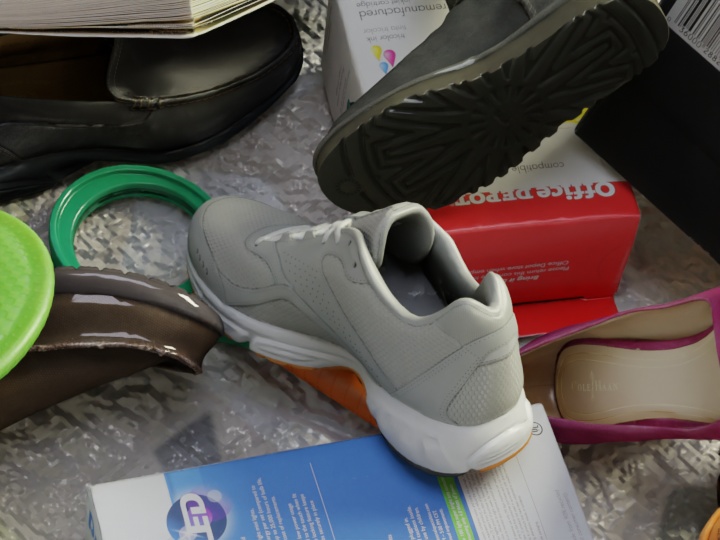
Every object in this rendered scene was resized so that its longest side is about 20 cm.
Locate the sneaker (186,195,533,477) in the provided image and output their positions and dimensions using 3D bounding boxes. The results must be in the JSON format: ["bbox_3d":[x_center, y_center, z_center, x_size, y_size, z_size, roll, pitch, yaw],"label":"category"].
[{"bbox_3d":[0.000,0.000,0.991,0.075,0.093,0.199,-27,42,-36],"label":"sneaker"}]

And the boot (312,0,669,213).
[{"bbox_3d":[0.041,-0.133,1.063,0.181,0.073,0.201,-27,47,6],"label":"boot"}]

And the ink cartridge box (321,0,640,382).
[{"bbox_3d":[0.057,-0.047,1.094,0.115,0.067,0.201,-7,55,-12],"label":"ink cartridge box"}]

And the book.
[{"bbox_3d":[-0.096,-0.145,1.074,0.132,0.049,0.200,0,15,22],"label":"book"}]

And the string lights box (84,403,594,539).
[{"bbox_3d":[-0.006,0.127,0.962,0.198,0.059,0.103,-9,55,-14],"label":"string lights box"}]

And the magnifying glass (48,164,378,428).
[{"bbox_3d":[-0.056,0.017,1.062,0.199,0.022,0.080,31,55,17],"label":"magnifying glass"}]

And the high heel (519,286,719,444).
[{"bbox_3d":[0.117,0.039,0.967,0.095,0.200,0.068,-3,88,-16],"label":"high heel"}]

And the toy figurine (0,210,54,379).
[{"bbox_3d":[-0.235,-0.050,0.899,0.198,0.185,0.151,2,40,20],"label":"toy figurine"}]

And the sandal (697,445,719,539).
[{"bbox_3d":[0.206,0.056,1.020,0.206,0.079,0.059,-39,102,-28],"label":"sandal"}]

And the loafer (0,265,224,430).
[{"bbox_3d":[-0.157,0.041,1.006,0.198,0.073,0.072,-2,78,3],"label":"loafer"}]

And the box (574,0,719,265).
[{"bbox_3d":[0.224,-0.093,1.076,0.148,0.125,0.200,43,43,11],"label":"box"}]

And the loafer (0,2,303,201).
[{"bbox_3d":[-0.114,-0.091,1.099,0.199,0.073,0.073,-22,58,-23],"label":"loafer"}]
